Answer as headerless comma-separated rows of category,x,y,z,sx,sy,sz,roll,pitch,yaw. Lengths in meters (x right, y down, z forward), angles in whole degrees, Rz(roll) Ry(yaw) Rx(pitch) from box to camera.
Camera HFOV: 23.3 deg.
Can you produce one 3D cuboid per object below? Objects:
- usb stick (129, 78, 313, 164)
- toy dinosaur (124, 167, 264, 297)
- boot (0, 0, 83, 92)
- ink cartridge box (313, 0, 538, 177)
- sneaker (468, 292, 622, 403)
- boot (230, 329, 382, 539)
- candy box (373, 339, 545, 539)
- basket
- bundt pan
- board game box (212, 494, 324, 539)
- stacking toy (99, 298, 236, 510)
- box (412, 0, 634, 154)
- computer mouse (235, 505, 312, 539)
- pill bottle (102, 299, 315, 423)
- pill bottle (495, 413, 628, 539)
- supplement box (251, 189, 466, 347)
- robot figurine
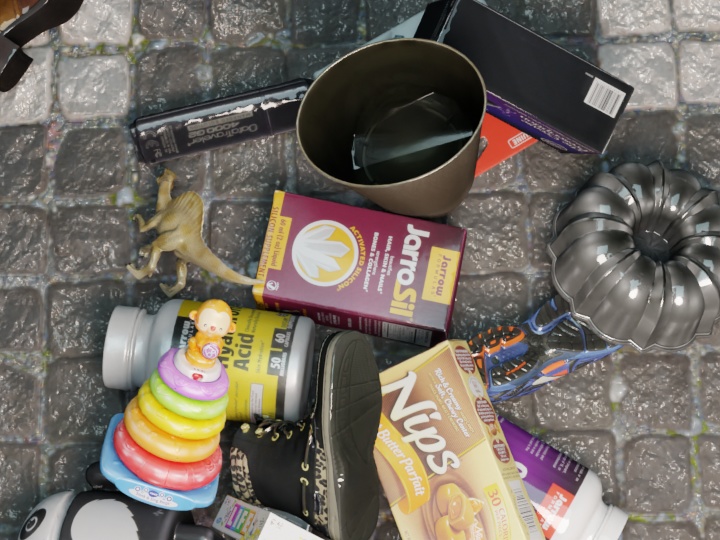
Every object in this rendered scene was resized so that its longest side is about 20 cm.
usb stick,-0.139,-0.155,1.812,0.198,0.056,0.033,-14,32,-2
toy dinosaur,-0.182,-0.027,1.748,0.101,0.058,0.200,-51,51,16
boot,-0.404,-0.310,1.860,0.199,0.068,0.189,34,87,16
ink cartridge box,0.077,-0.175,1.814,0.199,0.044,0.175,-30,76,-6
sneaker,0.180,0.080,1.738,0.198,0.079,0.076,-16,63,-20
boot,-0.056,0.146,1.615,0.153,0.073,0.206,12,110,41
candy box,0.077,0.178,1.605,0.115,0.055,0.202,-26,76,21
basket,0.044,-0.124,1.679,0.178,0.200,0.138,-15,76,7
bundt pan,0.290,-0.025,1.728,0.199,0.076,0.204,5,61,-9
board game box,-0.029,0.274,1.622,0.199,0.134,0.034,30,79,-19
stacking toy,-0.159,0.112,1.618,0.115,0.110,0.201,19,117,-10
box,0.152,-0.193,1.734,0.199,0.141,0.079,27,91,-11
computer mouse,-0.099,0.299,1.705,0.109,0.044,0.202,24,84,12
pill bottle,-0.149,0.089,1.720,0.198,0.111,0.113,7,77,3
pill bottle,0.154,0.216,1.681,0.199,0.113,0.113,30,79,8
supplement box,0.000,0.000,1.751,0.198,0.086,0.112,11,76,4
robot figurine,-0.230,0.274,1.662,0.198,0.126,0.151,3,34,12
